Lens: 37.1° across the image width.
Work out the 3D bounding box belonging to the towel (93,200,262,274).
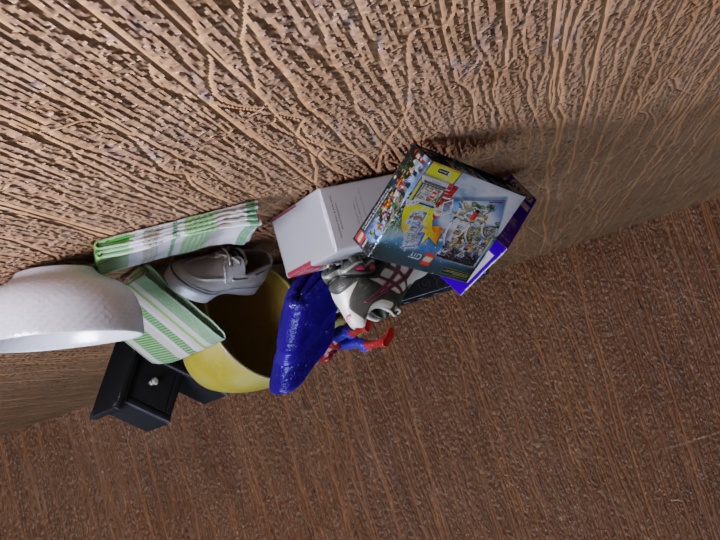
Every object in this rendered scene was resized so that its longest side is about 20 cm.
[{"bbox_3d":[-0.220,-0.031,1.284,0.197,0.031,0.149,-16,172,-16],"label":"towel"}]

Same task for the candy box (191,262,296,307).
[{"bbox_3d":[-0.199,0.036,1.778,0.198,0.056,0.115,-12,171,-45],"label":"candy box"}]

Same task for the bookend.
[{"bbox_3d":[-0.290,0.169,1.675,0.197,0.203,0.092,31,147,-27],"label":"bookend"}]

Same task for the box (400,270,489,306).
[{"bbox_3d":[0.109,-0.016,1.875,0.197,0.124,0.106,-17,174,-7],"label":"box"}]

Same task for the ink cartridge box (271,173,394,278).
[{"bbox_3d":[0.008,-0.064,1.378,0.198,0.085,0.145,-14,173,-32],"label":"ink cartridge box"}]

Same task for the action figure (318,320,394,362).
[{"bbox_3d":[-0.021,0.085,1.633,0.199,0.065,0.100,-21,-146,49],"label":"action figure"}]

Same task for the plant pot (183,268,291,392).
[{"bbox_3d":[-0.190,0.104,1.610,0.142,0.202,0.199,-37,163,36],"label":"plant pot"}]

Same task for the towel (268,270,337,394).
[{"bbox_3d":[-0.067,0.069,1.481,0.148,0.049,0.202,-55,165,-41],"label":"towel"}]

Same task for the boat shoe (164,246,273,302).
[{"bbox_3d":[-0.189,-0.004,1.487,0.070,0.071,0.199,-50,156,22],"label":"boat shoe"}]

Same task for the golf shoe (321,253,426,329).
[{"bbox_3d":[0.028,0.021,1.390,0.077,0.089,0.199,-22,173,39],"label":"golf shoe"}]

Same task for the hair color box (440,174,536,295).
[{"bbox_3d":[0.187,-0.056,1.593,0.109,0.065,0.200,-47,-177,33],"label":"hair color box"}]

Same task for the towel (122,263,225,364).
[{"bbox_3d":[-0.293,0.068,1.513,0.199,0.152,0.024,-25,-152,49],"label":"towel"}]

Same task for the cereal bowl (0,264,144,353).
[{"bbox_3d":[-0.352,0.043,1.244,0.197,0.085,0.200,-7,172,-1],"label":"cereal bowl"}]

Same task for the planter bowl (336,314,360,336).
[{"bbox_3d":[-0.039,0.068,1.809,0.198,0.084,0.201,-27,-152,16],"label":"planter bowl"}]

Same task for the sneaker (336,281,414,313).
[{"bbox_3d":[0.000,0.000,1.568,0.197,0.089,0.077,-18,-151,13],"label":"sneaker"}]

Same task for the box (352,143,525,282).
[{"bbox_3d":[0.099,-0.065,1.302,0.199,0.038,0.137,14,117,-48],"label":"box"}]
